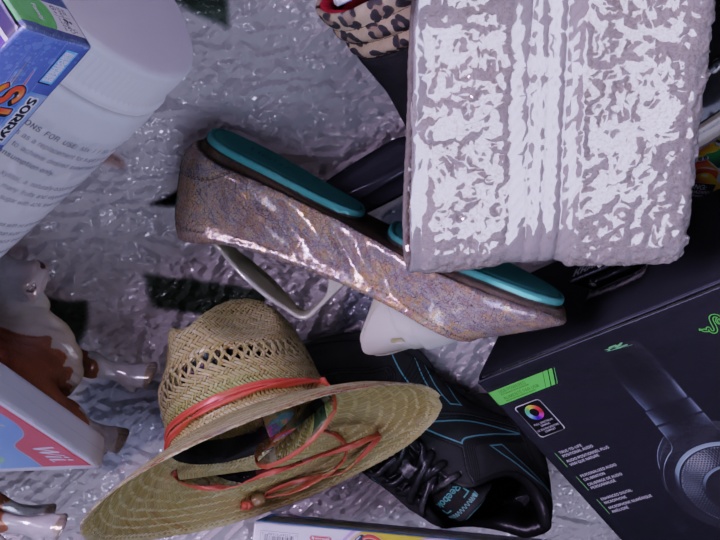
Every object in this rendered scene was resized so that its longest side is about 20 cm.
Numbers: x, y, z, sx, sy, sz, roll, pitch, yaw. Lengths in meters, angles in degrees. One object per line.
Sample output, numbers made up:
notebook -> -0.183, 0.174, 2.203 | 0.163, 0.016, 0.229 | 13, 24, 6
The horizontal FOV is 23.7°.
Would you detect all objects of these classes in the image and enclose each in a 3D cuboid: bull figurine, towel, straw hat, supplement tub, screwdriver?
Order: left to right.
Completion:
supplement tub -> -0.182, -0.065, 0.715 | 0.200, 0.132, 0.132 | -39, 131, 19
bull figurine -> -0.182, 0.066, 0.873 | 0.121, 0.065, 0.200 | 29, 124, -15
straw hat -> -0.061, 0.062, 0.860 | 0.200, 0.085, 0.201 | -19, 162, -7
screwdriver -> 0.065, -0.079, 0.851 | 0.200, 0.028, 0.029 | -31, 161, 10
towel -> 0.086, -0.093, 0.730 | 0.132, 0.035, 0.201 | -2, 112, -6

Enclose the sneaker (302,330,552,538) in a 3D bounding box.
sneaker -> 0.034, 0.094, 0.963 | 0.199, 0.079, 0.075 | 21, 123, -30

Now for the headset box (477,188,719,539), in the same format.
headset box -> 0.186, 0.061, 0.889 | 0.174, 0.093, 0.200 | -25, 115, 42

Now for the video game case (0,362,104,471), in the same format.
video game case -> -0.233, 0.068, 0.766 | 0.199, 0.018, 0.143 | -4, 159, 13

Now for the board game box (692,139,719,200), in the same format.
board game box -> 0.248, -0.076, 0.902 | 0.199, 0.035, 0.127 | 4, 129, -20

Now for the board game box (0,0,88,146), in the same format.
board game box -> -0.194, -0.108, 0.619 | 0.135, 0.200, 0.034 | -43, 155, 21

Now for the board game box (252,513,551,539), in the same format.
board game box -> 0.042, 0.165, 0.967 | 0.199, 0.034, 0.134 | 5, 174, 2

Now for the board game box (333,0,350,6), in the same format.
board game box -> 0.011, -0.219, 0.644 | 0.135, 0.034, 0.201 | -24, 107, 5

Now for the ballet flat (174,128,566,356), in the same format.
ballet flat -> 0.000, 0.000, 0.829 | 0.199, 0.068, 0.067 | 26, 104, 7

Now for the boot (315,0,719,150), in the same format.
boot -> 0.092, -0.113, 0.780 | 0.200, 0.073, 0.151 | -28, 122, 21
